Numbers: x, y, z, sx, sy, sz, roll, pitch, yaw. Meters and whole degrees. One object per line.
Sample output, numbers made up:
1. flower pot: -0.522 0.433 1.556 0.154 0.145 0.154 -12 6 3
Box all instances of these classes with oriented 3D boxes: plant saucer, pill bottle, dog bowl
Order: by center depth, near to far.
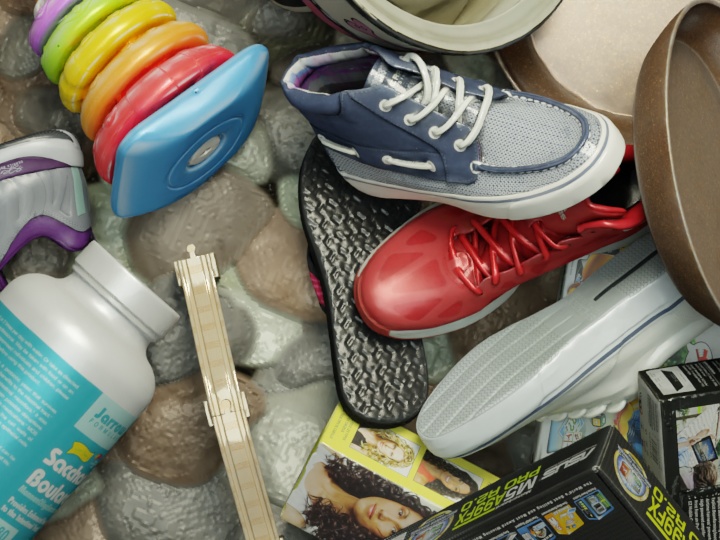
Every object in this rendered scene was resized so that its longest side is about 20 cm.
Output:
1. plant saucer: 0.202 -0.054 1.508 0.034 0.200 0.201 -12 87 28
2. dog bowl: 0.031 -0.216 1.517 0.200 0.074 0.201 5 79 -30
3. pill bottle: -0.197 0.079 1.549 0.111 0.111 0.200 41 88 1
4. plant saucer: 0.172 -0.168 1.605 0.200 0.037 0.201 0 87 0

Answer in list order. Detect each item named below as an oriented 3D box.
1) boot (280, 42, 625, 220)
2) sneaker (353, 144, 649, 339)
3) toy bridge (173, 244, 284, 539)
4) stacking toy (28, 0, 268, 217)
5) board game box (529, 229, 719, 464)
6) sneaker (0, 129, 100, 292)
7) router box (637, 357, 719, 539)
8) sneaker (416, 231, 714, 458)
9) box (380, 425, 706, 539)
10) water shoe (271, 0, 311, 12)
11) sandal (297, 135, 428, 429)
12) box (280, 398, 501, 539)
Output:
1. boot: 0.047 -0.083 1.486 0.200 0.090 0.073 1 57 39
2. sneaker: 0.090 -0.028 1.517 0.200 0.116 0.078 -27 82 -9
3. toy bridge: -0.079 0.082 1.573 0.027 0.067 0.201 -14 88 -2
4. stacking toy: -0.157 -0.139 1.574 0.116 0.110 0.200 -38 76 -22
5. board game box: 0.176 0.059 1.594 0.126 0.035 0.201 9 87 -1
6. sneaker: -0.256 -0.020 1.574 0.200 0.074 0.088 -16 93 -2
7. router box: 0.244 0.147 1.543 0.149 0.051 0.201 -8 110 -8
8. sneaker: 0.128 0.058 1.538 0.200 0.073 0.071 -34 117 0
9. box: 0.110 0.195 1.512 0.200 0.044 0.160 -29 107 32
10. water shoe: -0.003 -0.250 1.584 0.071 0.079 0.200 20 87 0
11. sandal: 0.000 0.000 1.583 0.075 0.045 0.201 -1 74 -13
12. box: 0.058 0.157 1.565 0.200 0.050 0.075 27 130 0
